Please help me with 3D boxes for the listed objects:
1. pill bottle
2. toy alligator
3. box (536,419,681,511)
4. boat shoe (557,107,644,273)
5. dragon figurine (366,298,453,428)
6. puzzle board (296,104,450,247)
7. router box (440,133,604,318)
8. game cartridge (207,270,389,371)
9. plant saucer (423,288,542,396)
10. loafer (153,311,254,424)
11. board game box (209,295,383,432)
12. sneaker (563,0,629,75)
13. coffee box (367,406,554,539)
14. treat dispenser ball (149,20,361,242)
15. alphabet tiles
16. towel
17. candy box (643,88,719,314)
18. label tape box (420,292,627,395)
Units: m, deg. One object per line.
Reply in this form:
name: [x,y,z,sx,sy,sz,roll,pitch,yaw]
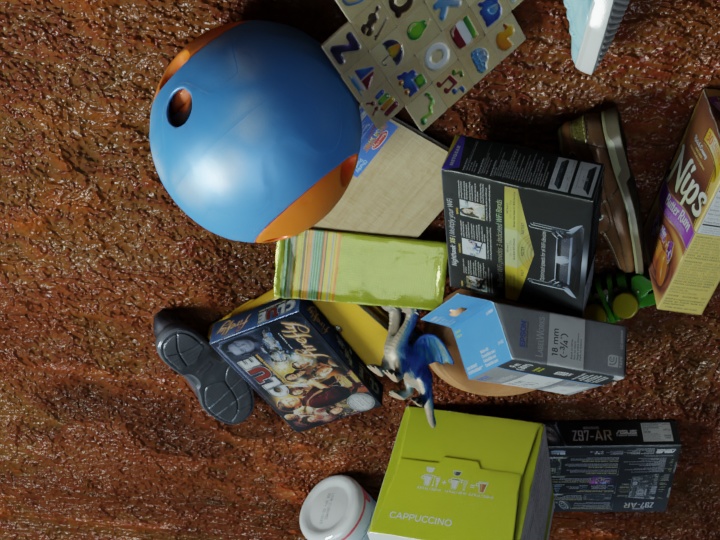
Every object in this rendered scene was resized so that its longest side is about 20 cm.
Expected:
pill bottle: [0.002,0.404,1.514,0.107,0.110,0.201,-20,130,22]
toy alligator: [0.314,0.022,1.168,0.197,0.059,0.055,-24,88,24]
box: [0.339,0.278,1.417,0.195,0.044,0.162,-2,134,5]
boat shoe: [0.257,-0.080,1.064,0.067,0.073,0.202,-10,124,19]
dragon figurine: [0.072,0.108,1.224,0.058,0.100,0.201,9,146,52]
puzzle board: [0.012,-0.084,1.106,0.149,0.018,0.200,26,130,-19]
router box: [0.169,-0.042,1.058,0.154,0.053,0.202,14,147,18]
game cartridge: [-0.064,0.083,1.265,0.198,0.033,0.176,-28,127,30]
plant saucer: [0.176,0.093,1.257,0.196,0.033,0.203,1,135,1]
loafer: [-0.201,0.122,1.300,0.071,0.063,0.201,-37,133,-4]
board game box: [-0.076,0.119,1.254,0.133,0.035,0.201,-20,130,24]
sneaker: [0.199,-0.269,0.892,0.081,0.074,0.202,25,144,21]
coffee box: [0.142,0.329,1.340,0.196,0.202,0.200,4,136,21]
treat dispenser ball: [-0.096,-0.128,0.938,0.196,0.203,0.203,2,135,2]
alphabet tiles: [0.065,-0.228,0.901,0.199,0.006,0.167,-41,125,-1]
towel: [0.000,0.000,1.146,0.195,0.018,0.088,5,114,0]
candy box: [0.350,-0.068,1.031,0.055,0.118,0.202,8,134,-5]
label tape box: [0.177,0.087,1.130,0.196,0.065,0.144,10,164,-11]
